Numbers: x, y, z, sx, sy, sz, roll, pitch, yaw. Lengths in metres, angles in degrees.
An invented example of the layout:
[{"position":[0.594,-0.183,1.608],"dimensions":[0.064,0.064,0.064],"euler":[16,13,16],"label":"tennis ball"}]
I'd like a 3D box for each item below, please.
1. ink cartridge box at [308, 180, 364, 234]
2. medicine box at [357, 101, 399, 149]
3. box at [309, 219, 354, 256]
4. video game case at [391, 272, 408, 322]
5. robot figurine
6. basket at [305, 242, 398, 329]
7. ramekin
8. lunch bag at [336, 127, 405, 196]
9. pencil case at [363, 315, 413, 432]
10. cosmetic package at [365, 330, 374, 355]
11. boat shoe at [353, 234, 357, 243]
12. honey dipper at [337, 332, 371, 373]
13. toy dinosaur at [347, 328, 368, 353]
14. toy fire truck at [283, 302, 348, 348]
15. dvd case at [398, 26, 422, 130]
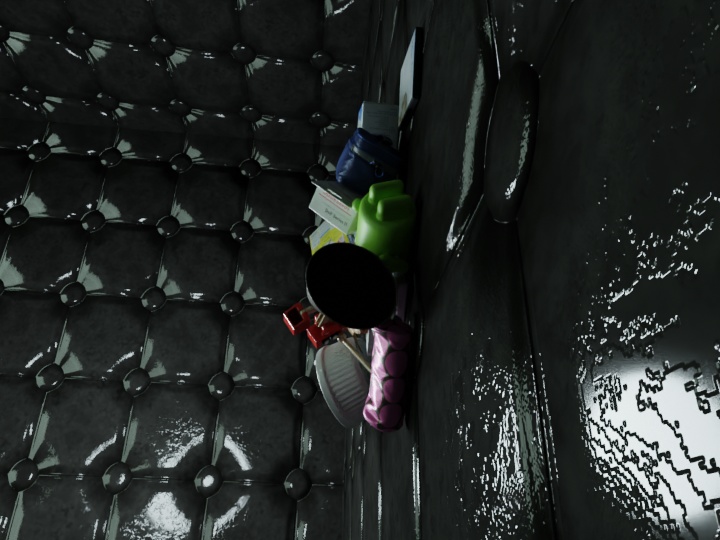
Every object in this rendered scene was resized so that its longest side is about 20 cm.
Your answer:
[{"position":[-0.034,-0.140,1.198],"dimensions":[0.069,0.116,0.198],"euler":[-61,-19,18],"label":"ink cartridge box"},{"position":[0.041,-0.331,1.456],"dimensions":[0.182,0.099,0.209],"euler":[-114,28,-81],"label":"medicine box"},{"position":[-0.059,-0.033,1.272],"dimensions":[0.117,0.048,0.205],"euler":[-40,42,29],"label":"box"},{"position":[0.075,0.096,1.189],"dimensions":[0.183,0.021,0.208],"euler":[-100,14,-73],"label":"video game case"},{"position":[0.048,-0.076,1.060],"dimensions":[0.204,0.112,0.179],"euler":[99,151,-49],"label":"robot figurine"},{"position":[-0.036,0.033,1.037],"dimensions":[0.140,0.176,0.200],"euler":[-65,11,-9],"label":"basket"},{"position":[-0.016,0.259,1.302],"dimensions":[0.203,0.103,0.202],"euler":[58,-166,-22],"label":"ramekin"},{"position":[0.025,-0.254,1.262],"dimensions":[0.135,0.132,0.201],"euler":[-62,13,16],"label":"lunch bag"},{"position":[0.048,0.194,1.017],"dimensions":[0.090,0.091,0.208],"euler":[-17,-64,-59],"label":"pencil case"},{"position":[0.036,0.096,1.249],"dimensions":[0.203,0.048,0.085],"euler":[-93,7,-55],"label":"cosmetic package"},{"position":[0.020,0.015,1.160],"dimensions":[0.060,0.069,0.206],"euler":[-50,47,48],"label":"boat shoe"},{"position":[0.010,0.203,1.198],"dimensions":[0.199,0.037,0.039],"euler":[43,139,39],"label":"honey dipper"},{"position":[-0.014,0.118,1.186],"dimensions":[0.200,0.058,0.111],"euler":[104,165,-76],"label":"toy dinosaur"},{"position":[-0.075,0.102,1.221],"dimensions":[0.049,0.196,0.144],"euler":[46,153,31],"label":"toy fire truck"},{"position":[0.106,-0.405,1.169],"dimensions":[0.200,0.017,0.149],"euler":[140,134,-84],"label":"dvd case"}]
